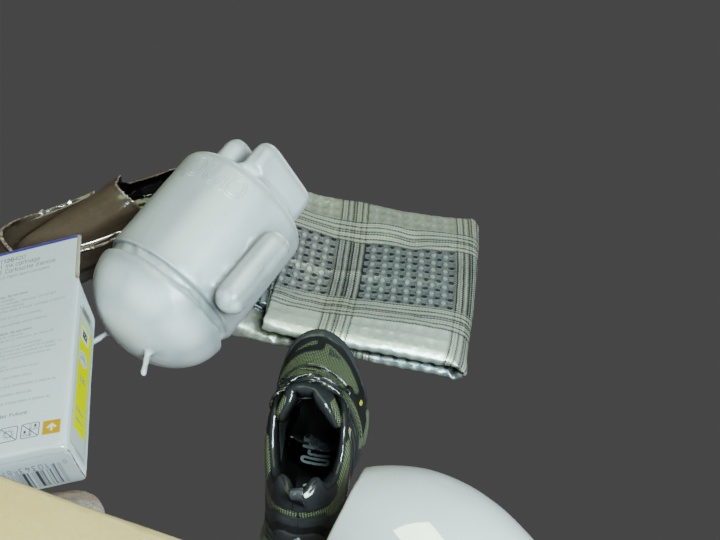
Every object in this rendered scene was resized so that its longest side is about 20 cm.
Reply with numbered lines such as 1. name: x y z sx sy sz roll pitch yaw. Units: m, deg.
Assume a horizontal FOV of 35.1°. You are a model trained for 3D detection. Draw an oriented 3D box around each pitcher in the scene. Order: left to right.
1. pitcher: 0.059 0.222 0.675 0.198 0.122 0.172 28 60 6

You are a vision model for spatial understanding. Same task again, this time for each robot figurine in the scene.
1. robot figurine: -0.125 -0.009 0.869 0.169 0.113 0.201 9 55 49

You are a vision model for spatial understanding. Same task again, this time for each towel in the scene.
1. towel: 0.000 0.000 0.958 0.197 0.035 0.194 10 42 3

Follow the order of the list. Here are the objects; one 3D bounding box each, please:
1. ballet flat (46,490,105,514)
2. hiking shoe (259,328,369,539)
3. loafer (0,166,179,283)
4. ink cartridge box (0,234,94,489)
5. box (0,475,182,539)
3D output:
1. ballet flat: -0.237 0.185 0.693 0.068 0.068 0.200 31 47 25
2. hiking shoe: -0.027 0.103 0.790 0.075 0.101 0.201 6 42 -4
3. loafer: -0.212 -0.048 0.950 0.198 0.072 0.073 -20 49 -28
4. ink cartridge box: -0.283 0.076 0.789 0.195 0.047 0.201 -14 41 3
5. box: -0.184 0.209 0.646 0.198 0.021 0.165 22 54 -9
